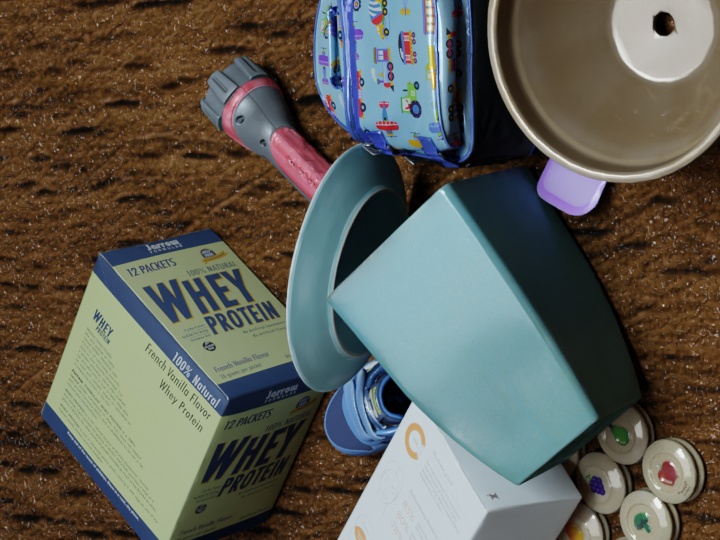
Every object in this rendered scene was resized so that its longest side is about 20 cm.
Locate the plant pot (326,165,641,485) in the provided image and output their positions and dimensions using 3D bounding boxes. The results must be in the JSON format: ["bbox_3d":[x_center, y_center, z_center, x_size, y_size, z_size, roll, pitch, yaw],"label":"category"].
[{"bbox_3d":[0.109,0.048,1.541,0.141,0.141,0.201,-44,76,29],"label":"plant pot"}]

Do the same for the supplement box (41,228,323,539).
[{"bbox_3d":[-0.157,0.108,1.836,0.200,0.134,0.201,45,129,28],"label":"supplement box"}]

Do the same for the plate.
[{"bbox_3d":[0.000,0.000,1.612,0.025,0.200,0.202,12,110,24],"label":"plate"}]

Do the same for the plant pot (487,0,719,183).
[{"bbox_3d":[0.195,-0.167,1.427,0.199,0.092,0.203,7,104,31],"label":"plant pot"}]

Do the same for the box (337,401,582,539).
[{"bbox_3d":[0.072,0.205,1.635,0.125,0.097,0.201,59,138,36],"label":"box"}]

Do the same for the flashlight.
[{"bbox_3d":[-0.053,-0.098,1.727,0.200,0.067,0.068,45,126,29],"label":"flashlight"}]

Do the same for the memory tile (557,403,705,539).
[{"bbox_3d":[0.181,0.186,1.601,0.153,0.017,0.201,39,126,32],"label":"memory tile"}]

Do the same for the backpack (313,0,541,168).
[{"bbox_3d":[0.036,-0.175,1.571,0.199,0.134,0.185,14,110,45],"label":"backpack"}]

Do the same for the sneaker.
[{"bbox_3d":[0.023,0.106,1.693,0.200,0.082,0.075,-33,79,47],"label":"sneaker"}]

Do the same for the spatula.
[{"bbox_3d":[0.179,-0.136,1.515,0.056,0.020,0.202,34,122,36],"label":"spatula"}]
